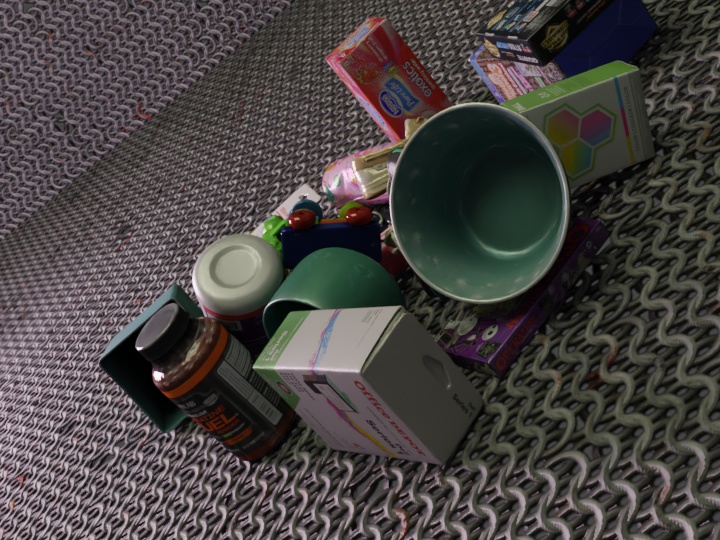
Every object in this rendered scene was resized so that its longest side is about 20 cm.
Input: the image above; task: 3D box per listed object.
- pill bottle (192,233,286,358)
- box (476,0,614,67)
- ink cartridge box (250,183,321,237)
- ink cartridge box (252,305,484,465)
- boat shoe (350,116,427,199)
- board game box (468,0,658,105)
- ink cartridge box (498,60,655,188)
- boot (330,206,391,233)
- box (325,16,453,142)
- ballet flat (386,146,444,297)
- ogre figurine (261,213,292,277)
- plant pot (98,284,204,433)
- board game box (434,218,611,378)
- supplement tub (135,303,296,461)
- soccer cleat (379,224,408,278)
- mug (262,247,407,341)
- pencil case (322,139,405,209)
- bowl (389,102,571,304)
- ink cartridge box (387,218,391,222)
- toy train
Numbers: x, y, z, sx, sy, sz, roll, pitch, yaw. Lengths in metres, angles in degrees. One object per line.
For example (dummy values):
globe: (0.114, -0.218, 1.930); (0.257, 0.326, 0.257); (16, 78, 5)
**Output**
pill bottle: (-0.139, 0.053, 1.372); (0.111, 0.201, 0.114); (-3, 55, 5)
box: (0.259, -0.349, 1.389); (0.200, 0.046, 0.159); (-44, 23, -3)
ink cartridge box: (-0.125, -0.034, 1.674); (0.200, 0.067, 0.117); (-44, 23, -1)
ink cartridge box: (0.005, 0.116, 1.108); (0.199, 0.145, 0.084); (-5, 43, 54)
boat shoe: (0.077, -0.171, 1.453); (0.198, 0.070, 0.074); (-31, 0, -1)
board game box: (0.272, -0.307, 1.479); (0.160, 0.097, 0.200); (-47, 23, -12)
ink cartridge box: (0.217, -0.147, 1.200); (0.198, 0.105, 0.059); (-20, 23, -4)
boot: (0.008, -0.053, 1.465); (0.200, 0.090, 0.073); (-48, 24, -13)
box: (0.052, -0.273, 1.639); (0.100, 0.200, 0.095); (-42, 21, -2)
ballet flat: (0.068, -0.060, 1.250); (0.068, 0.202, 0.068); (25, 49, 37)
ogre figurine: (-0.097, -0.008, 1.518); (0.097, 0.120, 0.201); (-25, 28, 34)
plant pot: (-0.274, 0.107, 1.584); (0.141, 0.142, 0.200); (-40, 16, 4)
board game box: (0.168, 0.023, 1.164); (0.200, 0.032, 0.120); (-50, 28, -17)
supplement tub: (-0.174, 0.130, 1.295); (0.106, 0.200, 0.107); (-36, 25, 20)
soccer cleat: (0.000, 0.000, 1.396); (0.076, 0.067, 0.201); (32, 77, 29)
mug: (-0.031, 0.051, 1.269); (0.184, 0.152, 0.115); (-13, 33, 49)
pencil case: (0.029, -0.137, 1.590); (0.199, 0.088, 0.088); (-7, 41, 52)
bowl: (0.140, -0.071, 1.136); (0.199, 0.203, 0.105); (-28, -9, 29)
ink cartridge box: (0.150, -0.121, 1.352); (0.199, 0.044, 0.196); (-31, 18, -26)
toy train: (0.000, -0.051, 1.356); (0.197, 0.086, 0.116); (-4, 23, -3)
